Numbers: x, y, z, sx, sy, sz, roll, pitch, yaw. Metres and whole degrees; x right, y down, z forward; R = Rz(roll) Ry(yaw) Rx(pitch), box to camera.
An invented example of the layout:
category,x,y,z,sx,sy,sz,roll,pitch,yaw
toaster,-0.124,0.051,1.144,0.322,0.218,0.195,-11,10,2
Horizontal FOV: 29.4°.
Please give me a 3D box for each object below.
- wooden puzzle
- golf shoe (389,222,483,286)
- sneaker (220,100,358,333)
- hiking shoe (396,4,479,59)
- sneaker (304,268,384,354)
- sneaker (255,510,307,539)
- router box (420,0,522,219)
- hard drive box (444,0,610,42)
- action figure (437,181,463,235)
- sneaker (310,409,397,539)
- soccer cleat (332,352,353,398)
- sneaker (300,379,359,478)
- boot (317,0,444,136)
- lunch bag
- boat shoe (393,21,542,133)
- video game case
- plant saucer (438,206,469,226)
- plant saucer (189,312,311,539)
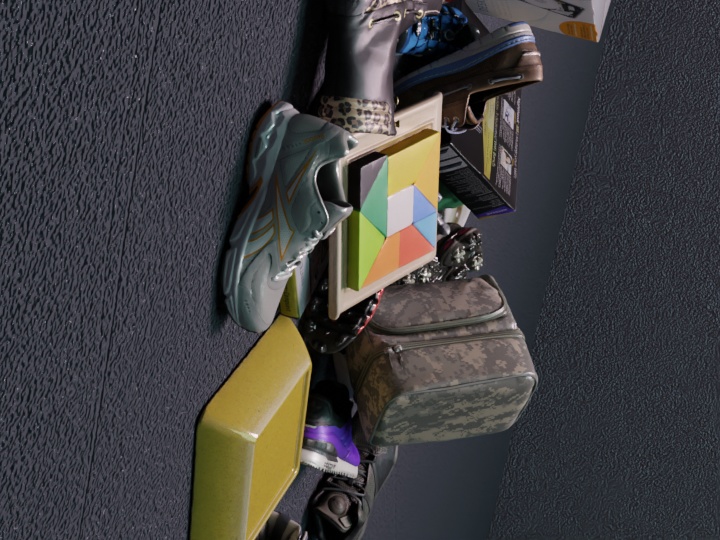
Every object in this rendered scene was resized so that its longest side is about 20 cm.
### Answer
category,x,y,z,sx,sy,sz,roll,pitch,yaw
wooden puzzle,0.031,-0.066,1.371,0.200,0.037,0.187,-33,132,-48
golf shoe,0.063,0.002,1.699,0.199,0.088,0.078,-30,134,-36
sneaker,-0.057,-0.036,1.169,0.076,0.091,0.202,-33,137,-69
hiking shoe,0.073,-0.258,1.433,0.200,0.086,0.075,-29,127,-72
sneaker,0.000,0.000,1.481,0.098,0.070,0.202,73,40,-80
sneaker,-0.086,0.320,1.490,0.202,0.076,0.147,-27,134,-70
router box,0.127,-0.185,1.584,0.157,0.052,0.202,40,48,-46
hard drive box,0.180,-0.336,1.543,0.156,0.198,0.077,32,76,-75
action figure,0.054,-0.088,1.573,0.055,0.117,0.200,66,5,28
sneaker,-0.007,0.265,1.742,0.114,0.076,0.201,28,84,-82
soccer cleat,0.060,0.085,1.628,0.199,0.069,0.078,-29,111,-14
sneaker,-0.033,0.177,1.555,0.200,0.069,0.100,43,62,-75
boot,0.018,-0.202,1.266,0.200,0.073,0.152,-14,110,-67
lunch bag,0.079,0.090,1.536,0.140,0.198,0.169,104,-26,-53
boat shoe,0.099,-0.184,1.438,0.072,0.199,0.073,-3,69,-60
video game case,-0.037,-0.082,1.336,0.181,0.025,0.201,87,23,-52
plant saucer,0.125,-0.137,1.864,0.200,0.050,0.202,16,90,-77
plant saucer,-0.100,0.174,1.333,0.200,0.048,0.201,-52,154,-55
